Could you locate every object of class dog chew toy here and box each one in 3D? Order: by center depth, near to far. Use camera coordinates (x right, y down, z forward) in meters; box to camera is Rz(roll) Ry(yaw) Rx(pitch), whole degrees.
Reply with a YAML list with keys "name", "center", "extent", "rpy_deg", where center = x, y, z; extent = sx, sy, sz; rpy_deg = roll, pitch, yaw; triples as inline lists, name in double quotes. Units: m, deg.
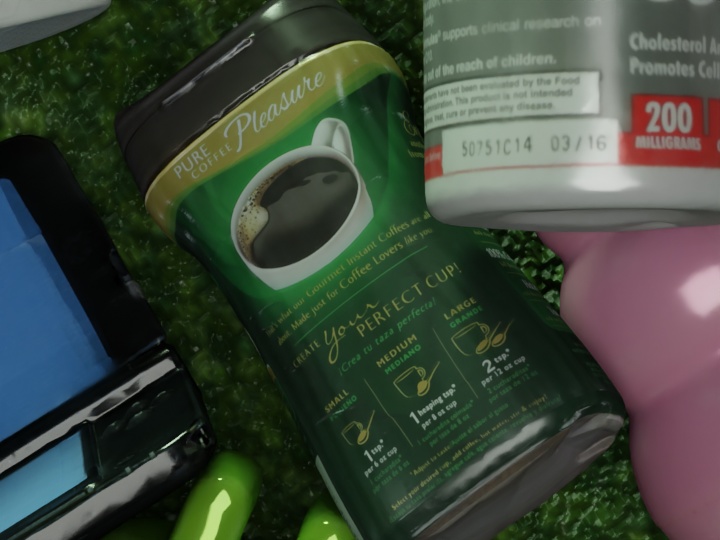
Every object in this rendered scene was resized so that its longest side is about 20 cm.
- name: "dog chew toy"
  center: [0.130, 0.015, 1.077]
  extent: [0.124, 0.125, 0.201]
  rpy_deg: [-34, 87, 2]

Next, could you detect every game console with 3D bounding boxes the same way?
- name: "game console"
  center: [-0.165, 0.055, 1.042]
  extent: [0.199, 0.176, 0.117]
  rpy_deg: [-32, 100, -1]

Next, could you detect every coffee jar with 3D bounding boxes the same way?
- name: "coffee jar"
  center: [0.000, 0.000, 1.058]
  extent: [0.104, 0.085, 0.201]
  rpy_deg: [-36, 73, 9]

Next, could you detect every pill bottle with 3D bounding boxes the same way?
- name: "pill bottle"
  center: [0.076, -0.117, 0.987]
  extent: [0.113, 0.114, 0.202]
  rpy_deg: [-1, 87, -1]

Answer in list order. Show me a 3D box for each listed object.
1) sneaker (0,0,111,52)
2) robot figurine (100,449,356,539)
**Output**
- name: "sneaker"
  center: [-0.182, -0.118, 1.043]
  extent: [0.071, 0.199, 0.100]
  rpy_deg: [-23, 86, 45]
- name: "robot figurine"
  center: [-0.060, 0.169, 1.086]
  extent: [0.174, 0.116, 0.201]
  rpy_deg: [20, 95, -2]
